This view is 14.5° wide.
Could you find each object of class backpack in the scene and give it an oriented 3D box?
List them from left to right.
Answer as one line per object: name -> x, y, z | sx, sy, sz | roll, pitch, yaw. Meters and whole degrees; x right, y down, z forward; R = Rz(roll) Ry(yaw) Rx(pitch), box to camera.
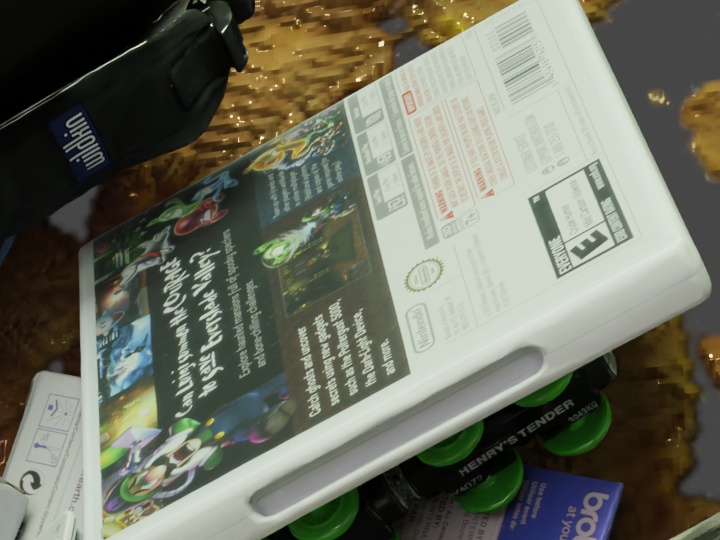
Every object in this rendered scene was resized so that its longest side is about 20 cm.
backpack -> -0.163, -0.084, 0.819 | 0.191, 0.200, 0.154 | -45, 56, 5

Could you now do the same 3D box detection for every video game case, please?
video game case -> 0.000, 0.000, 0.822 | 0.182, 0.023, 0.200 | -29, 26, 8

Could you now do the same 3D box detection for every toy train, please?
toy train -> -0.018, 0.068, 0.804 | 0.200, 0.042, 0.056 | -33, 47, 5

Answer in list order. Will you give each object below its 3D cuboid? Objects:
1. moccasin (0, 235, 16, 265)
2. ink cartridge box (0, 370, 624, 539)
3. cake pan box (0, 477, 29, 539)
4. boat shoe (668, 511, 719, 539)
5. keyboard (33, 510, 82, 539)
moccasin -> -0.137, -0.040, 0.932 | 0.080, 0.068, 0.200 | 29, 83, 31
ink cartridge box -> -0.024, 0.104, 0.833 | 0.200, 0.042, 0.120 | 8, 69, 28
cake pan box -> -0.227, 0.039, 0.834 | 0.184, 0.200, 0.052 | 3, 66, 36
boat shoe -> 0.062, 0.125, 0.741 | 0.200, 0.071, 0.064 | -29, 23, -28
keyboard -> -0.137, 0.136, 0.812 | 0.200, 0.011, 0.056 | -42, 24, 40
